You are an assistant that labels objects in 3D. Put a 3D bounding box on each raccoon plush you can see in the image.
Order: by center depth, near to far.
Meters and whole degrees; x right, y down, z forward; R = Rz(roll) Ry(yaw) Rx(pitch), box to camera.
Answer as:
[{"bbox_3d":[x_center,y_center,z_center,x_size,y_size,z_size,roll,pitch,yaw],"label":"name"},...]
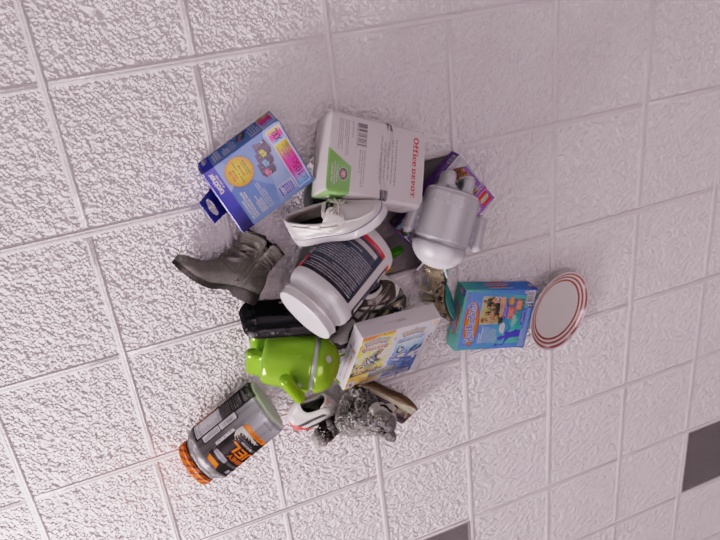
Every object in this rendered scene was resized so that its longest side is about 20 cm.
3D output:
[{"bbox_3d":[-0.005,0.341,1.381,0.096,0.134,0.201,38,95,-31],"label":"raccoon plush"}]

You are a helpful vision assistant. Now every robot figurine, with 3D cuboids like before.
[{"bbox_3d":[0.166,-0.092,1.303,0.165,0.113,0.205,14,93,-4],"label":"robot figurine"},{"bbox_3d":[-0.131,0.180,1.332,0.195,0.178,0.117,11,135,-1],"label":"robot figurine"}]

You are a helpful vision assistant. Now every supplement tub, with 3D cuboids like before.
[{"bbox_3d":[-0.045,0.011,1.256,0.201,0.139,0.141,-50,122,-20],"label":"supplement tub"},{"bbox_3d":[-0.266,0.336,1.357,0.199,0.123,0.123,-38,120,-3],"label":"supplement tub"}]

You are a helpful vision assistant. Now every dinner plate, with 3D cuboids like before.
[{"bbox_3d":[0.478,0.096,1.602,0.196,0.024,0.205,-13,115,-29],"label":"dinner plate"}]

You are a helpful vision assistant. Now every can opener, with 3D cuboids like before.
[{"bbox_3d":[-0.091,-0.083,1.301,0.052,0.065,0.204,-16,126,-59],"label":"can opener"}]

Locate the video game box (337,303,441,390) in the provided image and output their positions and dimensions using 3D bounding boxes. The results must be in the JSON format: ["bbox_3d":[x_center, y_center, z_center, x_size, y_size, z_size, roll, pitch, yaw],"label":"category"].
[{"bbox_3d":[0.058,0.162,1.402,0.196,0.047,0.185,-12,139,-28],"label":"video game box"}]

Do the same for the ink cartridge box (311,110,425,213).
[{"bbox_3d":[0.016,-0.199,1.244,0.195,0.084,0.150,8,82,-25],"label":"ink cartridge box"}]

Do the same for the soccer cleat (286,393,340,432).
[{"bbox_3d":[-0.065,0.311,1.459,0.195,0.069,0.087,4,121,-18],"label":"soccer cleat"}]

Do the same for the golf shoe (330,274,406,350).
[{"bbox_3d":[0.000,0.088,1.402,0.198,0.078,0.095,-36,97,-2],"label":"golf shoe"}]

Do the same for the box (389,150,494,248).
[{"bbox_3d":[0.172,-0.127,1.391,0.200,0.039,0.137,-47,119,2],"label":"box"}]

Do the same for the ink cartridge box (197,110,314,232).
[{"bbox_3d":[-0.202,-0.169,1.203,0.198,0.076,0.138,-36,120,-3],"label":"ink cartridge box"}]

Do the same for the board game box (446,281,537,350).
[{"bbox_3d":[0.305,0.104,1.536,0.195,0.045,0.156,0,111,-23],"label":"board game box"}]

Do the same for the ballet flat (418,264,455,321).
[{"bbox_3d":[0.163,0.040,1.433,0.073,0.069,0.202,-3,141,12],"label":"ballet flat"}]

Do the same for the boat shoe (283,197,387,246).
[{"bbox_3d":[-0.049,-0.100,1.204,0.196,0.073,0.066,-8,139,27],"label":"boat shoe"}]

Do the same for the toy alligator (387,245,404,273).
[{"bbox_3d":[0.000,0.000,1.368,0.196,0.060,0.055,-24,159,-11],"label":"toy alligator"}]

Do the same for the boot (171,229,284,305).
[{"bbox_3d":[-0.248,-0.028,1.255,0.197,0.067,0.133,24,96,-36],"label":"boot"}]

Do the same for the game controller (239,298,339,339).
[{"bbox_3d":[-0.141,0.092,1.317,0.195,0.105,0.043,-2,116,-21],"label":"game controller"}]

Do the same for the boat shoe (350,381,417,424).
[{"bbox_3d":[0.046,0.298,1.498,0.198,0.072,0.066,30,94,-35],"label":"boat shoe"}]
